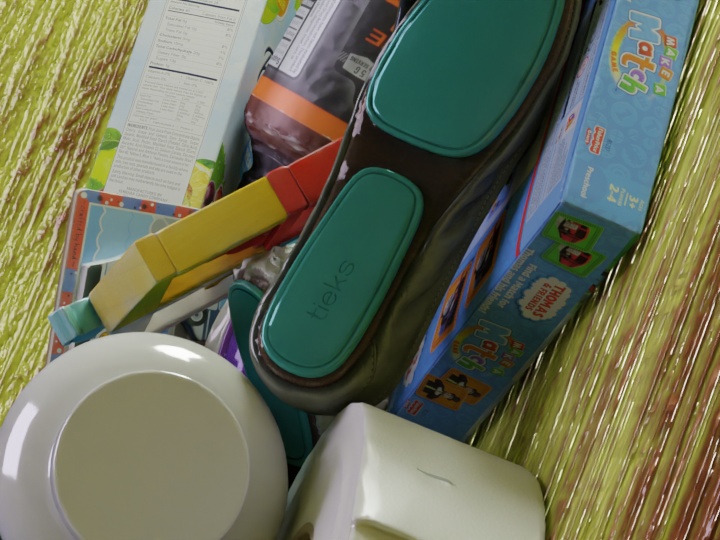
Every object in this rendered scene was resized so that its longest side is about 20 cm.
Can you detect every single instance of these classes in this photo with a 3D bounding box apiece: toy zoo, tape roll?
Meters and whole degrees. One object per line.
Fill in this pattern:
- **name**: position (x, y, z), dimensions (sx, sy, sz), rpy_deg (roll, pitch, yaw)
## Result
- **toy zoo**: position (-0.039, -0.018, 1.073), dimensions (0.200, 0.021, 0.131), rpy_deg (-28, -7, -18)
- **tape roll**: position (-0.006, 0.150, 0.909), dimensions (0.202, 0.071, 0.203), rpy_deg (-157, 90, -83)

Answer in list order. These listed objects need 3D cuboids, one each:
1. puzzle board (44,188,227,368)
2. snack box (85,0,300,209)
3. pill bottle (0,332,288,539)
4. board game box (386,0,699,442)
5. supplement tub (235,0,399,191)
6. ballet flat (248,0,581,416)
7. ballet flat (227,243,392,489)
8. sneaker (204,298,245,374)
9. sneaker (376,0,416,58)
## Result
- **puzzle board**: position (-0.079, 0.072, 1.203), dimensions (0.017, 0.150, 0.201), rpy_deg (6, 87, 62)
- **snack box**: position (-0.085, -0.061, 1.354), dimensions (0.169, 0.067, 0.201), rpy_deg (81, -158, -67)
- **pill bottle**: position (-0.088, 0.084, 0.981), dimensions (0.200, 0.110, 0.111), rpy_deg (133, 158, -77)
- **board game box**: position (0.071, -0.032, 1.006), dimensions (0.200, 0.036, 0.152), rpy_deg (126, 165, -56)
- **supplement tub**: position (0.012, -0.100, 1.281), dimensions (0.200, 0.107, 0.107), rpy_deg (-61, 8, 2)
- **ballet flat**: position (0.023, -0.035, 0.964), dimensions (0.200, 0.067, 0.064), rpy_deg (-59, -23, -6)
- **ballet flat**: position (-0.009, 0.076, 1.072), dimensions (0.072, 0.071, 0.201), rpy_deg (-81, -12, -60)
- **sneaker**: position (-0.027, 0.099, 1.170), dimensions (0.083, 0.080, 0.201), rpy_deg (-15, 72, 63)
- **sneaker**: position (0.066, -0.160, 1.174), dimensions (0.081, 0.074, 0.201), rpy_deg (11, -82, -57)
